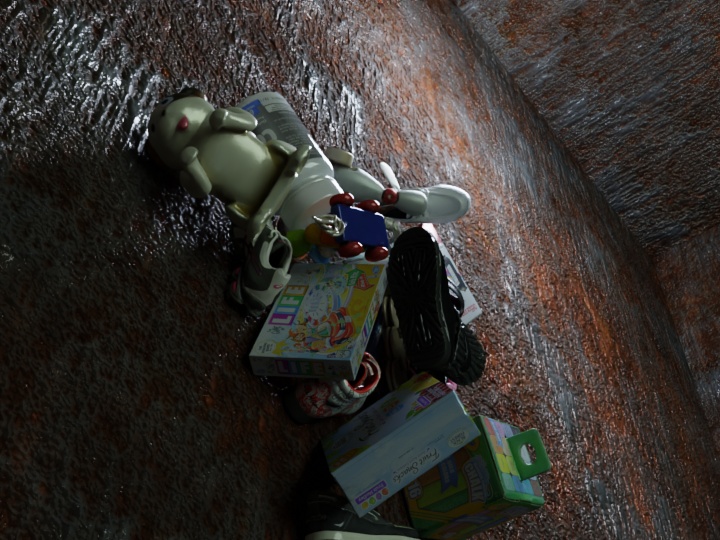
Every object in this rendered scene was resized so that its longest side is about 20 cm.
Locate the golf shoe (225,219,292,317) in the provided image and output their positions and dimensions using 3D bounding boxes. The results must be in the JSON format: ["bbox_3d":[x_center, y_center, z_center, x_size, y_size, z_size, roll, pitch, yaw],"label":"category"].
[{"bbox_3d":[-0.127,-0.029,1.206,0.077,0.088,0.200,35,33,-36],"label":"golf shoe"}]

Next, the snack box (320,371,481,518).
[{"bbox_3d":[0.041,0.203,1.078,0.068,0.168,0.200,57,-4,-2],"label":"snack box"}]

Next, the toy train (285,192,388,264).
[{"bbox_3d":[-0.055,-0.050,1.202,0.200,0.115,0.085,7,69,-59],"label":"toy train"}]

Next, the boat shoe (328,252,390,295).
[{"bbox_3d":[0.000,0.000,1.307,0.071,0.199,0.069,92,-19,-52],"label":"boat shoe"}]

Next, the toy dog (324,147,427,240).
[{"bbox_3d":[0.006,-0.135,1.524,0.200,0.132,0.096,38,-5,-16],"label":"toy dog"}]

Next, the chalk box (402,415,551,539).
[{"bbox_3d":[0.172,0.291,1.266,0.124,0.200,0.125,25,40,-48],"label":"chalk box"}]

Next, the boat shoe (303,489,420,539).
[{"bbox_3d":[0.008,0.314,1.095,0.200,0.072,0.068,27,42,-44],"label":"boat shoe"}]

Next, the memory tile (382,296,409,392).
[{"bbox_3d":[0.060,0.150,1.332,0.153,0.017,0.201,56,30,-62],"label":"memory tile"}]

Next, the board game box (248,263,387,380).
[{"bbox_3d":[-0.050,0.062,1.169,0.200,0.134,0.034,-69,155,-51],"label":"board game box"}]

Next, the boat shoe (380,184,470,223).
[{"bbox_3d":[0.096,-0.112,1.590,0.065,0.199,0.074,-52,137,-71],"label":"boat shoe"}]

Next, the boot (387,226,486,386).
[{"bbox_3d":[0.110,0.055,1.263,0.158,0.079,0.212,22,60,-58],"label":"boot"}]

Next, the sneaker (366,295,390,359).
[{"bbox_3d":[0.028,0.085,1.378,0.088,0.075,0.200,51,29,-28],"label":"sneaker"}]

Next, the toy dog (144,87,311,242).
[{"bbox_3d":[-0.178,-0.154,1.148,0.200,0.140,0.194,33,7,-5],"label":"toy dog"}]

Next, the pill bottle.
[{"bbox_3d":[-0.110,-0.153,1.297,0.200,0.114,0.114,55,23,21],"label":"pill bottle"}]

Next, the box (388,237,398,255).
[{"bbox_3d":[0.077,0.036,1.437,0.161,0.043,0.200,61,-8,3],"label":"box"}]

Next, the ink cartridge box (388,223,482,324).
[{"bbox_3d":[0.121,0.024,1.601,0.200,0.083,0.146,60,24,3],"label":"ink cartridge box"}]

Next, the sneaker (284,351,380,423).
[{"bbox_3d":[-0.008,0.151,1.200,0.201,0.108,0.067,-5,67,-62],"label":"sneaker"}]

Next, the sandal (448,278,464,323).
[{"bbox_3d":[0.126,0.028,1.440,0.201,0.048,0.075,55,-11,36],"label":"sandal"}]

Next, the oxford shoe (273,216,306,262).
[{"bbox_3d":[-0.076,-0.074,1.359,0.071,0.073,0.200,54,26,-11],"label":"oxford shoe"}]

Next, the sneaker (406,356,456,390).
[{"bbox_3d":[0.096,0.173,1.285,0.200,0.079,0.096,-91,156,-72],"label":"sneaker"}]
